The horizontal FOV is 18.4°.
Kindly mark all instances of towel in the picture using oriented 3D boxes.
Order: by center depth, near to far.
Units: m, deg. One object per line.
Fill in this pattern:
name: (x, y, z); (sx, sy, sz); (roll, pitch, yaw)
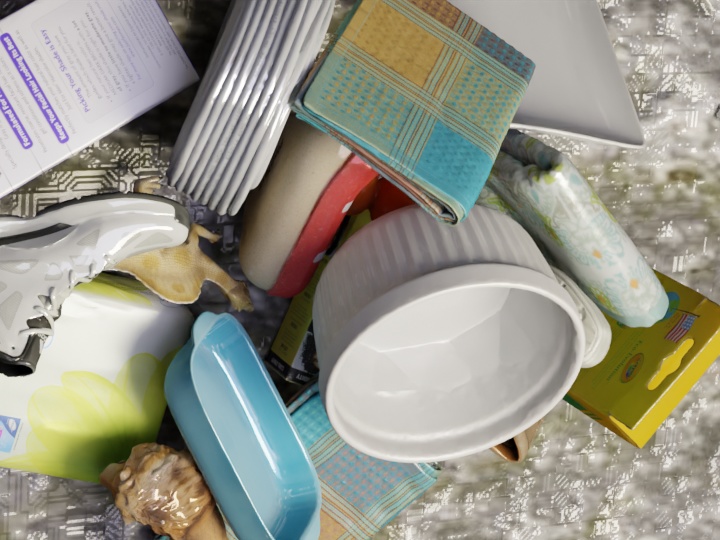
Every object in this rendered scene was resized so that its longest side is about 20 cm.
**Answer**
towel: (0.042, -0.130, 1.592); (0.146, 0.200, 0.022); (35, 132, -7)
towel: (0.141, -0.046, 1.733); (0.048, 0.200, 0.171); (-47, 123, -6)
towel: (-0.050, 0.186, 1.783); (0.200, 0.022, 0.147); (-43, 120, 12)

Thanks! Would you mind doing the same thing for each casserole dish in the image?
casserole dish: (-0.091, 0.127, 1.671); (0.039, 0.121, 0.201); (-20, 106, 23)

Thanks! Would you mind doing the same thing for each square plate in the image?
square plate: (0.109, -0.177, 1.710); (0.197, 0.201, 0.028); (6, 142, -28)

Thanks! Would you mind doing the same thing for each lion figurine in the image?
lion figurine: (-0.123, 0.208, 1.685); (0.072, 0.123, 0.201); (-15, 111, 23)

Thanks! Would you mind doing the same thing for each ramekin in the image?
ramekin: (0.057, 0.040, 1.643); (0.199, 0.105, 0.201); (-10, 138, -9)

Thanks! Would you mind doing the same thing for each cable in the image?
cable: (-0.079, -0.140, 1.603); (0.069, 0.200, 0.201); (24, 99, -6)

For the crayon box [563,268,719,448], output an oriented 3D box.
crayon box: (0.219, 0.063, 1.811); (0.127, 0.200, 0.051); (-48, 120, -4)

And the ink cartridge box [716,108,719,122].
ink cartridge box: (0.428, -0.138, 1.916); (0.199, 0.086, 0.147); (31, 91, -29)

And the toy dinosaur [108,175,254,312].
toy dinosaur: (-0.160, -0.015, 1.650); (0.199, 0.102, 0.058); (7, 137, -34)

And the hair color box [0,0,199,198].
hair color box: (-0.229, -0.133, 1.594); (0.199, 0.065, 0.110); (-32, 99, -15)

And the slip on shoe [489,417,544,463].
slip on shoe: (0.089, 0.092, 1.806); (0.200, 0.076, 0.061); (46, 52, -50)

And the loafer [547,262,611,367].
loafer: (0.134, 0.023, 1.758); (0.070, 0.200, 0.070); (26, 98, -42)

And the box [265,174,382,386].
box: (0.000, 0.000, 1.770); (0.075, 0.050, 0.201); (22, 96, -29)

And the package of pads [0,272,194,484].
package of pads: (-0.237, 0.071, 1.668); (0.199, 0.068, 0.155); (14, 101, -30)

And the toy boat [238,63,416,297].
toy boat: (-0.004, -0.063, 1.664); (0.130, 0.131, 0.200); (18, 131, -13)

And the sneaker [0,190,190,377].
sneaker: (-0.212, 0.016, 1.560); (0.199, 0.076, 0.116); (-9, 73, -7)
